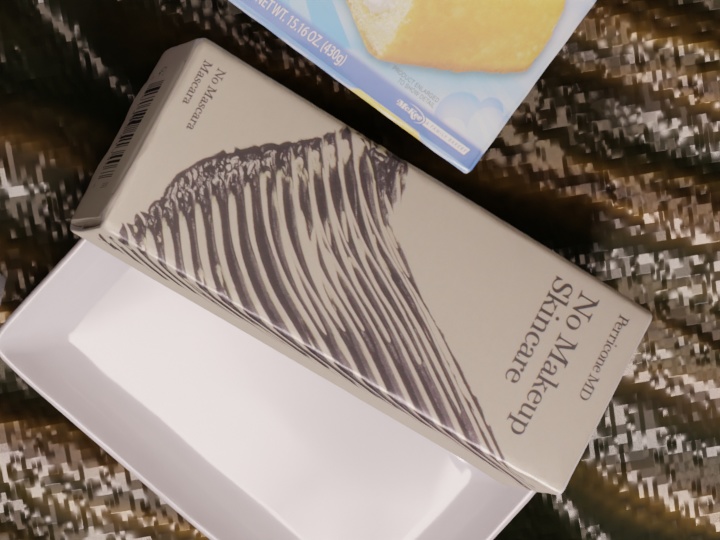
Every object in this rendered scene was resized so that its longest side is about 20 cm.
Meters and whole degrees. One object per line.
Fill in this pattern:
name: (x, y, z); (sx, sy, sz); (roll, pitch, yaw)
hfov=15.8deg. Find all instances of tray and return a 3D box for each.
tray: (-0.034, 0.052, 1.000); (0.200, 0.022, 0.107); (42, 96, -13)

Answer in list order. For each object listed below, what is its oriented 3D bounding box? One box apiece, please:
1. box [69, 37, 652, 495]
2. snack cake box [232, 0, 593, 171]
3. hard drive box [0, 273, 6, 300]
box: (0.000, 0.000, 0.949); (0.199, 0.068, 0.083); (29, 82, -14)
snack cake box: (-0.010, -0.143, 0.930); (0.199, 0.067, 0.115); (35, 97, -12)
hard drive box: (-0.252, 0.035, 0.940); (0.156, 0.077, 0.200); (40, 99, -13)
